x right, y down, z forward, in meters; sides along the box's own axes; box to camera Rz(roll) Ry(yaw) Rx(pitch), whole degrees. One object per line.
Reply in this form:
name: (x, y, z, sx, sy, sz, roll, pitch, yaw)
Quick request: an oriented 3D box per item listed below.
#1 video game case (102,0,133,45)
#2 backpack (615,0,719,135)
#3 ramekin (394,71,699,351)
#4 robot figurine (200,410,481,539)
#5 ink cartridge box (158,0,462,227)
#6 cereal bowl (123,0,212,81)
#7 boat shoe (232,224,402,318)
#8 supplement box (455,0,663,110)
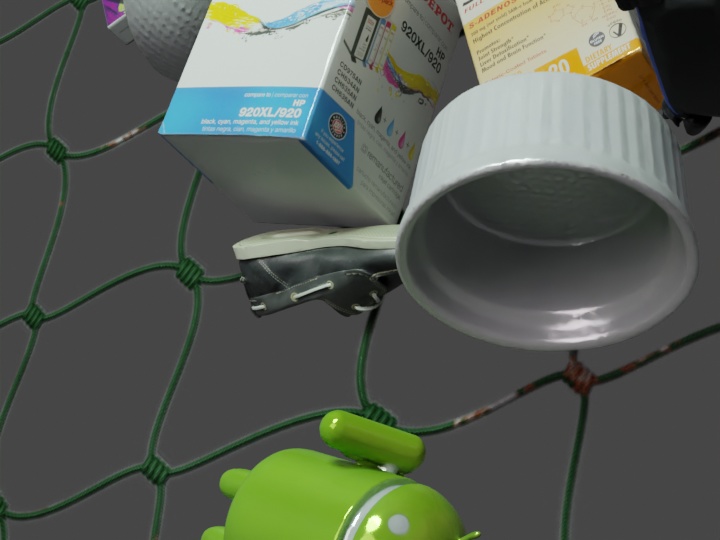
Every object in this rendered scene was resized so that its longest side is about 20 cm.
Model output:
video game case: (-0.174, -0.333, 1.753, 0.181, 0.036, 0.200, -31, 49, 18)
backpack: (0.279, -0.218, 1.263, 0.147, 0.183, 0.200, 7, 61, 31)
ramekin: (0.126, -0.042, 1.252, 0.200, 0.200, 0.098, -16, 47, 27)
robot figurine: (-0.011, 0.188, 1.254, 0.200, 0.116, 0.176, 12, 80, 39)
ink cartridge box: (-0.034, -0.155, 1.465, 0.144, 0.147, 0.200, 4, 65, 35)
cereal bowl: (-0.110, -0.254, 1.552, 0.083, 0.200, 0.200, 9, 68, 29)
boat shoe: (0.000, 0.000, 1.414, 0.200, 0.072, 0.068, -5, 98, 25)
supplement box: (0.146, -0.190, 1.409, 0.126, 0.074, 0.200, -28, 50, 18)
